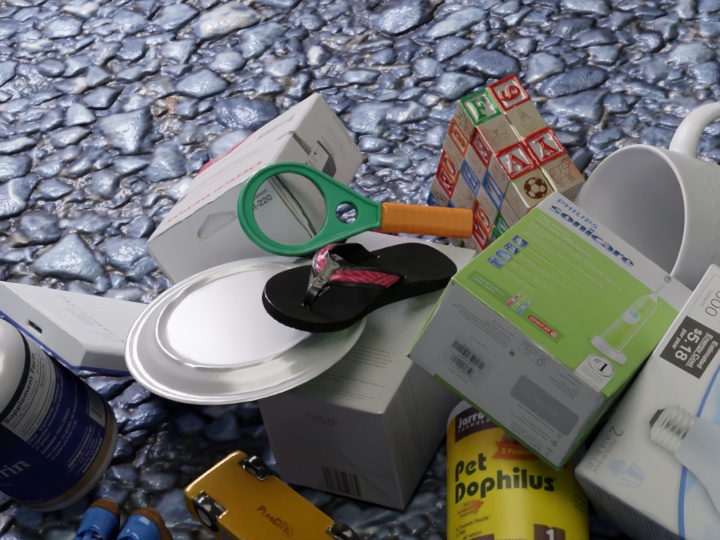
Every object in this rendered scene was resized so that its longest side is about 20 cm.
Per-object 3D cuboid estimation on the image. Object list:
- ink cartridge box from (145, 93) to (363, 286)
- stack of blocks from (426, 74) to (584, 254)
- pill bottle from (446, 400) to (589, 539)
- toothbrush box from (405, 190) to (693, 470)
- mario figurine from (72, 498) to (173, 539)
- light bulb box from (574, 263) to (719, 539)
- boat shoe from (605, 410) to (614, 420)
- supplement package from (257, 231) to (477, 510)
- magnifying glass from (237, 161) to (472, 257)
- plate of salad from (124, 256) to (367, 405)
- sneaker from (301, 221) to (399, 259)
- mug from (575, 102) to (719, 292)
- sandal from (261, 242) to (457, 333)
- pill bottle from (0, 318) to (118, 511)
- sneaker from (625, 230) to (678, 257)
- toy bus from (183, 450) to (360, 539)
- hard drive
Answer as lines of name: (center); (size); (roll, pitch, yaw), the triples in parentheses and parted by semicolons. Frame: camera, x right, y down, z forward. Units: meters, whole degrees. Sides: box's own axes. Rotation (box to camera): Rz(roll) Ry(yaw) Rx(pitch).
ink cartridge box: (-0.092, -0.064, 1.772); (0.145, 0.085, 0.200); (-31, 12, 23)
stack of blocks: (0.124, -0.069, 1.727); (0.058, 0.200, 0.115); (-26, 72, -17)
pill bottle: (0.121, 0.166, 1.516); (0.109, 0.109, 0.200); (-4, 57, 8)
toothbrush box: (0.150, 0.041, 1.501); (0.145, 0.086, 0.200); (37, 36, 11)
mario figurine: (-0.225, 0.275, 1.544); (0.123, 0.106, 0.200); (-28, 17, 38)
light bulb box: (0.301, 0.139, 1.461); (0.200, 0.125, 0.198); (30, 80, 26)
boat shoe: (0.163, 0.101, 1.640); (0.199, 0.075, 0.066); (-30, 17, 0)
supplement package: (0.016, 0.080, 1.650); (0.121, 0.120, 0.200); (11, 47, 25)
magnifying glass: (-0.004, -0.047, 1.649); (0.199, 0.022, 0.080); (5, 79, -12)
plate of salad: (-0.091, 0.053, 1.579); (0.199, 0.048, 0.200); (-9, 34, 6)
sneaker: (-0.058, 0.004, 1.781); (0.200, 0.075, 0.081); (-24, 44, -13)
mug: (0.293, -0.043, 1.657); (0.175, 0.201, 0.148); (11, 3, -34)
sandal: (0.000, 0.000, 1.563); (0.200, 0.045, 0.075); (-18, 46, -42)
pill bottle: (-0.299, 0.107, 1.610); (0.115, 0.200, 0.116); (-18, 50, 24)
sneaker: (0.256, -0.030, 1.752); (0.200, 0.080, 0.074); (-29, 44, -21)
toy bus: (-0.051, 0.224, 1.540); (0.065, 0.078, 0.200); (-37, 49, -25)
hard drive: (-0.208, 0.057, 1.693); (0.132, 0.025, 0.200); (32, 12, 37)
